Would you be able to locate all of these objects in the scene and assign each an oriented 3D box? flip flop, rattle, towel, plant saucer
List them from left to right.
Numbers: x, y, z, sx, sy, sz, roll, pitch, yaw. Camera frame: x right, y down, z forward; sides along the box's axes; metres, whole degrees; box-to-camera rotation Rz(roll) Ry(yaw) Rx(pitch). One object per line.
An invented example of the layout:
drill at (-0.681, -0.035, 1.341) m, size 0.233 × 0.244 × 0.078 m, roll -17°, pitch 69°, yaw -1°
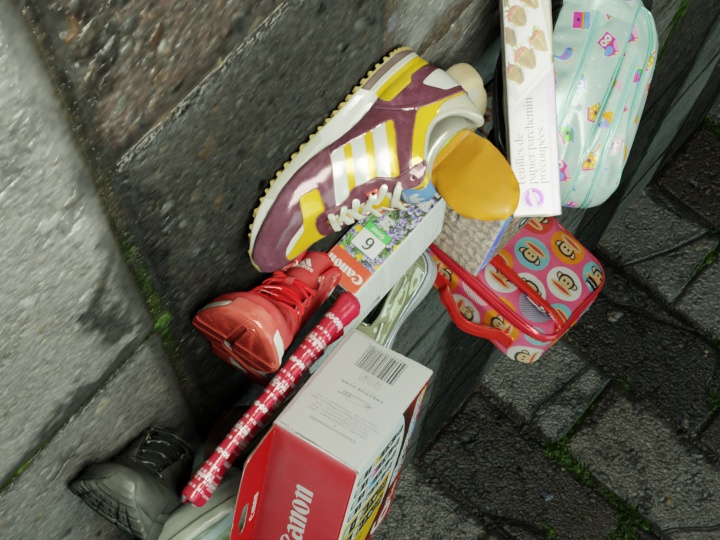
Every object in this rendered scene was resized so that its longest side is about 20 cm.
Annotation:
plant saucer at (-0.146, 0.233, 1.178) m, size 0.200 × 0.050 × 0.200 m, roll -34°, pitch 164°, yaw -11°
flip flop at (-0.127, 0.168, 1.229) m, size 0.200 × 0.058 × 0.081 m, roll -35°, pitch 163°, yaw 0°
towel at (-0.072, 0.106, 1.005) m, size 0.200 × 0.022 × 0.145 m, roll -51°, pitch 178°, yaw -15°
rattle at (0.073, -0.067, 1.053) m, size 0.130 × 0.143 × 0.200 m, roll -47°, pitch 165°, yaw -29°

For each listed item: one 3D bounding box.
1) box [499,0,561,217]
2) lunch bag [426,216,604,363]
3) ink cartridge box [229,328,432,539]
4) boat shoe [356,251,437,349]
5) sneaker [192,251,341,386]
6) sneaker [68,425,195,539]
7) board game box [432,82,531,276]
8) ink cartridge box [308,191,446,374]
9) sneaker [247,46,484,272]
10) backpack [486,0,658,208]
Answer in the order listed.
box at (0.132, -0.142, 0.991) m, size 0.041 × 0.038 × 0.201 m, roll -31°, pitch 118°, yaw -86°
lunch bag at (0.156, 0.002, 1.413) m, size 0.176 × 0.200 × 0.082 m, roll -42°, pitch 170°, yaw -35°
ink cartridge box at (-0.031, 0.183, 1.069) m, size 0.176 × 0.084 × 0.201 m, roll -48°, pitch 159°, yaw -43°
boat shoe at (0.005, 0.055, 1.372) m, size 0.062 × 0.072 × 0.201 m, roll 12°, pitch 116°, yaw -48°
sneaker at (-0.068, 0.018, 0.992) m, size 0.116 × 0.078 × 0.200 m, roll -57°, pitch -178°, yaw -14°
sneaker at (-0.176, 0.165, 1.023) m, size 0.091 × 0.076 × 0.200 m, roll -55°, pitch 178°, yaw -12°
board game box at (0.158, -0.122, 1.296) m, size 0.200 × 0.097 × 0.160 m, roll -43°, pitch 166°, yaw -32°
ink cartridge box at (0.000, 0.000, 1.198) m, size 0.200 × 0.050 × 0.109 m, roll -47°, pitch 168°, yaw -12°
sneaker at (0.003, -0.065, 0.920) m, size 0.200 × 0.090 × 0.075 m, roll -51°, pitch 168°, yaw -1°
backpack at (0.178, -0.156, 1.075) m, size 0.167 × 0.126 × 0.201 m, roll 71°, pitch 36°, yaw -78°
